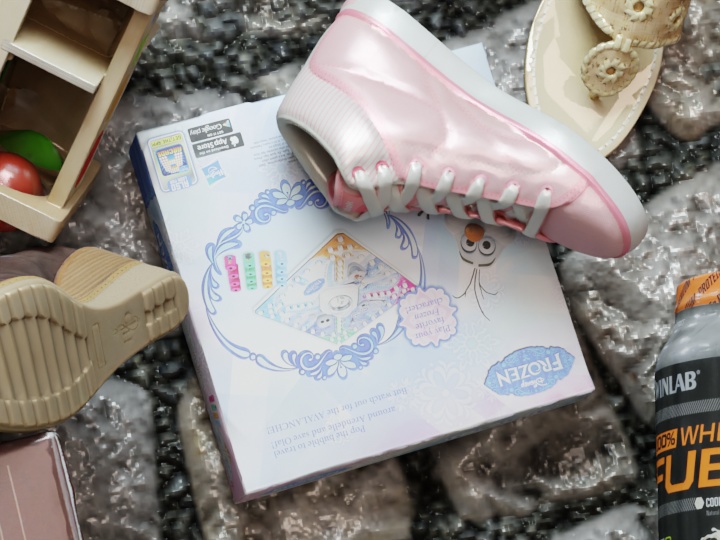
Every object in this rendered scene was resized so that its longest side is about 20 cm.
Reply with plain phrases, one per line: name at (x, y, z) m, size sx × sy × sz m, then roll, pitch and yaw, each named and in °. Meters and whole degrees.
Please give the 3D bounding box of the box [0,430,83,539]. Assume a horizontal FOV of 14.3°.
box at (-0.226, 0.182, 1.371) m, size 0.199 × 0.166 × 0.165 m, roll -12°, pitch 85°, yaw -12°

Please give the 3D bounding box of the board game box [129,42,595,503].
board game box at (0.000, 0.000, 1.524) m, size 0.199 × 0.043 × 0.200 m, roll -15°, pitch 80°, yaw -14°

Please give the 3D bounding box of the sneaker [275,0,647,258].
sneaker at (0.044, -0.047, 1.481) m, size 0.200 × 0.075 × 0.105 m, roll 37°, pitch 68°, yaw 7°

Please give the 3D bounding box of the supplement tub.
supplement tub at (0.215, 0.105, 1.503) m, size 0.122 × 0.123 × 0.201 m, roll 2°, pitch 77°, yaw -10°

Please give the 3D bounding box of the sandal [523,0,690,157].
sandal at (0.151, -0.164, 1.574) m, size 0.077 × 0.070 × 0.213 m, roll 25°, pitch 75°, yaw -5°

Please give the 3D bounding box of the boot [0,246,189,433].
boot at (-0.197, 0.031, 1.384) m, size 0.165 × 0.200 × 0.073 m, roll 1°, pitch 101°, yaw 31°

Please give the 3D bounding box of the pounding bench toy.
pounding bench toy at (-0.173, -0.117, 1.483) m, size 0.124 × 0.200 × 0.157 m, roll 25°, pitch 106°, yaw -2°
